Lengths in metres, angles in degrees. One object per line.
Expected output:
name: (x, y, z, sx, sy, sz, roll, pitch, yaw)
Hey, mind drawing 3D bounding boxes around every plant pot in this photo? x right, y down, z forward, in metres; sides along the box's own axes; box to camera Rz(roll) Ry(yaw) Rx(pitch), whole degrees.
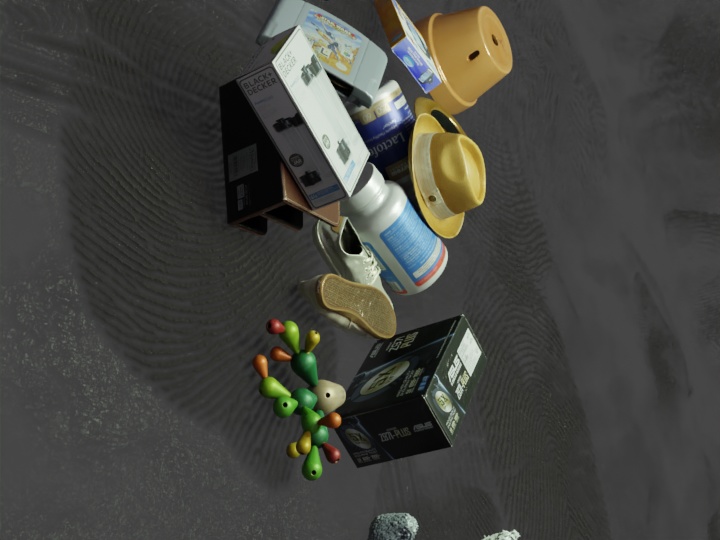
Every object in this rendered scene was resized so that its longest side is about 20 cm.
plant pot: (0.210, -0.431, 1.916, 0.199, 0.138, 0.204, 32, 49, -45)

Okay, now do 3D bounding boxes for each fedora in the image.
fedora: (0.134, -0.208, 1.705, 0.200, 0.081, 0.203, 40, 30, -29)
fedora: (0.145, -0.153, 1.512, 0.200, 0.080, 0.205, 29, 57, -56)

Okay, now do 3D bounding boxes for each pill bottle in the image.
pill bottle: (0.042, -0.066, 1.491, 0.201, 0.111, 0.114, 51, 37, -31)
pill bottle: (0.049, -0.193, 1.564, 0.203, 0.114, 0.116, 62, 33, -14)

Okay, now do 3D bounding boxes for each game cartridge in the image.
game cartridge: (-0.054, -0.338, 1.472, 0.197, 0.042, 0.135, 28, 50, -11)

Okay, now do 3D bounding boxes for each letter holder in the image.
letter holder: (-0.107, -0.154, 1.318, 0.141, 0.099, 0.204, 21, 57, -53)

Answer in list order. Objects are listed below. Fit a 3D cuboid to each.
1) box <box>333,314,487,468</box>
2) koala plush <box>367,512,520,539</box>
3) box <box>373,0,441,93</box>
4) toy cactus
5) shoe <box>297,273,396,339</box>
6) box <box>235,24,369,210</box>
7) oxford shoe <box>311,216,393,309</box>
box: (0.072, 0.168, 1.369, 0.087, 0.162, 0.201, 59, 35, -18)
koala plush: (0.127, 0.423, 1.287, 0.184, 0.197, 0.180, 42, 42, -38)
box: (0.087, -0.408, 1.746, 0.119, 0.041, 0.202, 44, 19, -38)
toy cactus: (-0.060, 0.161, 1.249, 0.164, 0.101, 0.204, 7, 60, -66)
shoe: (-0.015, 0.051, 1.396, 0.199, 0.053, 0.071, 31, 60, -48)
box: (-0.070, -0.196, 1.241, 0.202, 0.059, 0.117, 59, 31, -24)
oxford shoe: (0.000, 0.000, 1.444, 0.201, 0.057, 0.076, 56, 32, -27)
